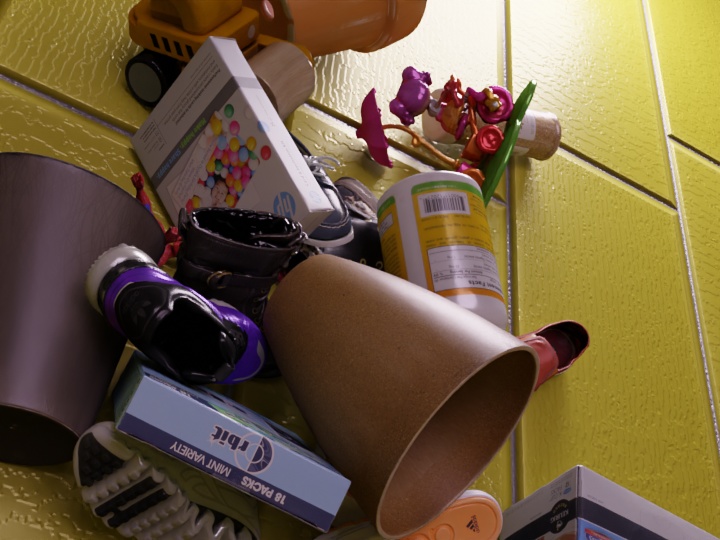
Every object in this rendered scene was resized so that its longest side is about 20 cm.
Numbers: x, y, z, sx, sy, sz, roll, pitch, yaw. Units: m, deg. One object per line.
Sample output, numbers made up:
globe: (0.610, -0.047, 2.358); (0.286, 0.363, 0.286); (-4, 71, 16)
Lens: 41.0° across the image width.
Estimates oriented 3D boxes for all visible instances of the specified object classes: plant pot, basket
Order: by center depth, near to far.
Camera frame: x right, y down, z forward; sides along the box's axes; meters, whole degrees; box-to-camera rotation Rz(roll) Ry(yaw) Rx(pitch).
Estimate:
basket: (-0.252, 0.038, 0.763); (0.179, 0.135, 0.203); (31, 49, -35)
plant pot: (0.013, 0.081, 0.797); (0.199, 0.189, 0.185); (39, 39, 28)
plant pot: (-0.049, -0.340, 1.156); (0.182, 0.201, 0.201); (-33, 80, -29)

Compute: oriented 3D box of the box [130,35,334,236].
box: (-0.129, -0.093, 0.924); (0.041, 0.156, 0.202); (-12, 66, -53)

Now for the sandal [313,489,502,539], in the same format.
sandal: (0.035, 0.242, 0.808); (0.203, 0.059, 0.081); (-21, 98, -14)

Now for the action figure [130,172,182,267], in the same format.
action figure: (-0.230, -0.056, 0.872); (0.197, 0.099, 0.066); (21, 50, -25)

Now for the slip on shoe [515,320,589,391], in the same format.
slip on shoe: (0.189, 0.102, 1.080); (0.198, 0.061, 0.075); (-19, 72, -41)

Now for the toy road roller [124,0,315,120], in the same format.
toy road roller: (-0.149, -0.242, 0.997); (0.197, 0.148, 0.123); (21, 42, 18)

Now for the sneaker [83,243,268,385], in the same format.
sneaker: (-0.124, 0.060, 0.752); (0.099, 0.070, 0.200); (35, -2, 37)

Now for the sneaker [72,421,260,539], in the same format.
sneaker: (-0.146, 0.172, 0.757); (0.200, 0.074, 0.082); (50, 26, -36)

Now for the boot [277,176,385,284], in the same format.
boot: (0.000, 0.000, 1.009); (0.200, 0.073, 0.150); (48, 43, 9)

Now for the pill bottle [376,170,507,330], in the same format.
pill bottle: (0.081, 0.018, 0.930); (0.109, 0.111, 0.204); (8, 61, -31)

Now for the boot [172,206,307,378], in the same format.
boot: (-0.091, 0.018, 0.857); (0.197, 0.175, 0.070); (9, 50, -30)

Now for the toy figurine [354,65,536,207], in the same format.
toy figurine: (0.089, -0.175, 1.149); (0.181, 0.150, 0.203); (26, 87, -2)

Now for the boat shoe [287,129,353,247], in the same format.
boat shoe: (-0.065, -0.095, 0.986); (0.074, 0.063, 0.201); (-8, 38, -25)

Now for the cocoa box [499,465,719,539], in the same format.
cocoa box: (0.243, 0.305, 0.918); (0.198, 0.133, 0.133); (29, 47, -15)

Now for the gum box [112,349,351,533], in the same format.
gum box: (-0.110, 0.127, 0.759); (0.168, 0.200, 0.045); (30, 83, -13)

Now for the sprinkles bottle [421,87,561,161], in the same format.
sprinkles bottle: (0.176, -0.192, 1.280); (0.197, 0.068, 0.069); (5, 56, -34)

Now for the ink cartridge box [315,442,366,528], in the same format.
ink cartridge box: (0.026, 0.152, 0.921); (0.115, 0.068, 0.202); (27, 47, -16)
